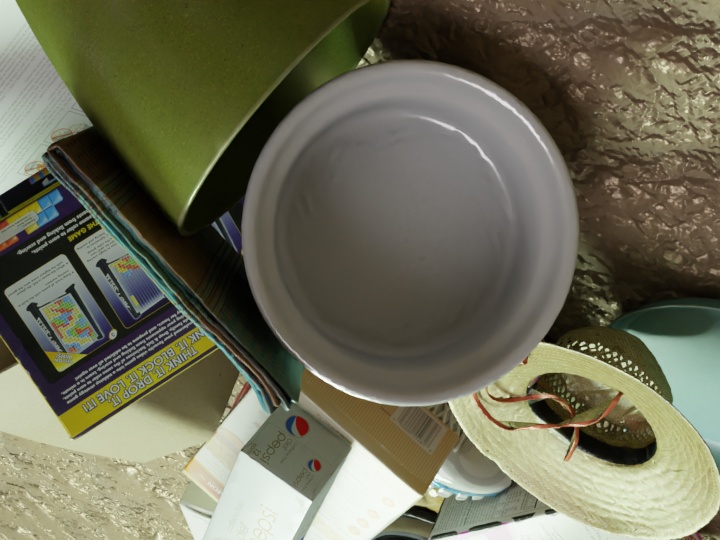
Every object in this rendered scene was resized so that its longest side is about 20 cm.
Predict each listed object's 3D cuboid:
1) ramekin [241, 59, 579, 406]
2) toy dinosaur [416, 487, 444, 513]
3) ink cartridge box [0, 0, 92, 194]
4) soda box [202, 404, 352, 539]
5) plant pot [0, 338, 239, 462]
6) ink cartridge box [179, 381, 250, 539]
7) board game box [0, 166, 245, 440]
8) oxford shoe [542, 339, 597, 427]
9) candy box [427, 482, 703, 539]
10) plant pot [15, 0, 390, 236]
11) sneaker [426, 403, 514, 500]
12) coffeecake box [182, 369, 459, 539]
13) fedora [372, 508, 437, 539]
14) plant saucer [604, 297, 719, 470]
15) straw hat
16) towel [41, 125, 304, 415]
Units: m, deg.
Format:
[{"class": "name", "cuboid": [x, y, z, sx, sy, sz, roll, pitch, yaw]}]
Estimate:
[{"class": "ramekin", "cuboid": [0.026, -0.023, 0.811, 0.200, 0.201, 0.098, 33, 178, -5]}, {"class": "toy dinosaur", "cuboid": [0.056, 0.196, 1.198, 0.101, 0.058, 0.199, 42, 144, -20]}, {"class": "ink cartridge box", "cuboid": [-0.225, -0.117, 0.918, 0.173, 0.044, 0.200, 13, 135, -44]}, {"class": "soda box", "cuboid": [-0.075, 0.193, 1.039, 0.068, 0.064, 0.201, 34, 138, 8]}, {"class": "plant pot", "cuboid": [-0.200, 0.053, 1.094, 0.177, 0.201, 0.199, 34, 147, -24]}, {"class": "ink cartridge box", "cuboid": [-0.089, 0.229, 1.267, 0.084, 0.146, 0.201, 15, 144, 18]}, {"class": "board game box", "cuboid": [-0.161, -0.006, 0.915, 0.166, 0.199, 0.057, 63, 170, -28]}, {"class": "oxford shoe", "cuboid": [0.131, 0.069, 0.983, 0.073, 0.071, 0.201, -12, 133, 17]}, {"class": "candy box", "cuboid": [0.176, 0.235, 1.107, 0.199, 0.061, 0.137, -20, 116, 35]}, {"class": "plant pot", "cuboid": [-0.117, -0.156, 0.782, 0.200, 0.187, 0.187, 41, 146, 3]}, {"class": "sneaker", "cuboid": [0.050, 0.117, 1.089, 0.199, 0.075, 0.087, 31, 141, -3]}, {"class": "coffeecake box", "cuboid": [-0.038, 0.152, 1.079, 0.153, 0.073, 0.200, 41, 137, -1]}, {"class": "fedora", "cuboid": [0.059, 0.322, 1.317, 0.199, 0.092, 0.201, 18, 147, 12]}, {"class": "plant saucer", "cuboid": [0.259, 0.083, 0.926, 0.199, 0.028, 0.201, 19, 145, 14]}, {"class": "straw hat", "cuboid": [0.165, 0.087, 0.902, 0.200, 0.085, 0.202, 23, 143, 19]}, {"class": "towel", "cuboid": [-0.105, -0.007, 0.802, 0.022, 0.147, 0.200, -41, 97, 10]}]
